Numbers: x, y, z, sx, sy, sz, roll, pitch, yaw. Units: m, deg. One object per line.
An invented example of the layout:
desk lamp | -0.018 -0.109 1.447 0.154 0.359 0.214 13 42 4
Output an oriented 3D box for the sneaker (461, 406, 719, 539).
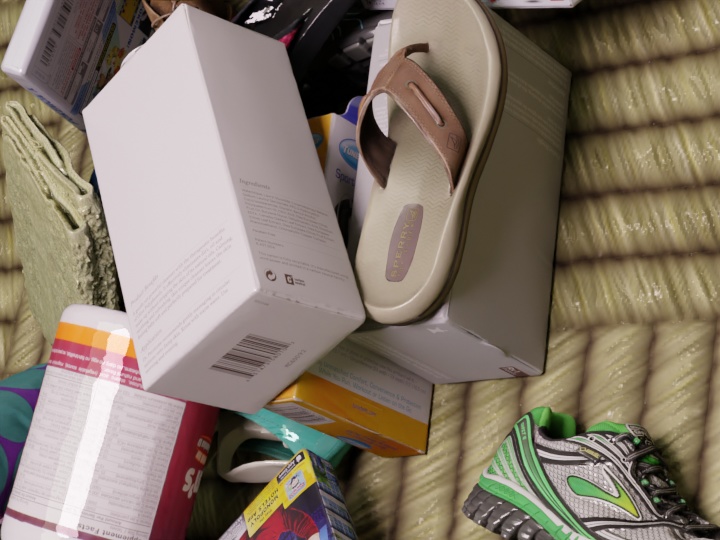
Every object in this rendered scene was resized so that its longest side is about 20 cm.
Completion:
sneaker | 0.137 0.122 0.978 0.200 0.078 0.086 21 85 47

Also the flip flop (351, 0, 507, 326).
flip flop | 0.027 -0.071 1.036 0.081 0.057 0.201 1 72 41

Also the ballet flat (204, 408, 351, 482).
ballet flat | -0.086 0.097 1.199 0.199 0.067 0.071 4 54 43

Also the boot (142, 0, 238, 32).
boot | -0.120 -0.155 1.300 0.074 0.075 0.200 -40 26 10

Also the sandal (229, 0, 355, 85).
sandal | -0.061 -0.141 1.169 0.200 0.045 0.075 -55 44 9

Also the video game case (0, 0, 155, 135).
video game case | -0.178 -0.204 1.360 0.022 0.182 0.201 16 81 19

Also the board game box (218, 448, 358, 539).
board game box | -0.051 0.242 1.076 0.200 0.062 0.200 -48 35 20

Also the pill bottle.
pill bottle | -0.152 0.129 1.137 0.109 0.109 0.201 9 82 45

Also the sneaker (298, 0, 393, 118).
sneaker | -0.004 -0.153 1.241 0.199 0.075 0.080 -14 58 39

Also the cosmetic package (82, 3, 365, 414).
cosmetic package | -0.081 -0.035 1.066 0.108 0.085 0.201 -39 51 34

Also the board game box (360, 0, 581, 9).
board game box | 0.097 -0.202 1.135 0.126 0.035 0.200 -39 26 -26

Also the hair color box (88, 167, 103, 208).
hair color box | -0.080 -0.047 1.244 0.199 0.100 0.061 8 75 45

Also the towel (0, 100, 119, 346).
towel | -0.202 -0.006 1.304 0.148 0.036 0.201 51 152 43

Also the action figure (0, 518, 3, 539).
action figure | -0.216 0.205 1.273 0.199 0.134 0.149 -14 35 40

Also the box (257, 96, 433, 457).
box | 0.000 0.000 1.134 0.041 0.119 0.201 -12 62 40

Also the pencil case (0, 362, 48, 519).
pencil case | -0.231 0.123 1.210 0.085 0.200 0.093 -37 87 26

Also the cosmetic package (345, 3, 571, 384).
cosmetic package | 0.057 -0.043 1.110 0.090 0.107 0.201 -5 65 38
